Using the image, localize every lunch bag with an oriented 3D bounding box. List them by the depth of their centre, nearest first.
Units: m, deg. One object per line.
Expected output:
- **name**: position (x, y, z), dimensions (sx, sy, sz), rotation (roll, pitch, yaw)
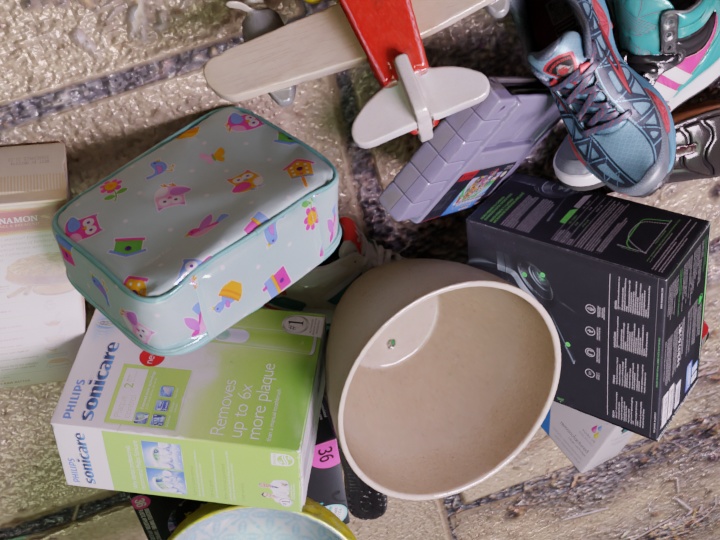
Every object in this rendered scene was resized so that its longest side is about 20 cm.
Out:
- **lunch bag**: position (-0.120, -0.036, 0.805), dimensions (0.199, 0.160, 0.078), rotation (-36, 139, -29)

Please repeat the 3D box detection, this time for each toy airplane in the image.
- **toy airplane**: position (0.012, -0.184, 0.746), dimensions (0.198, 0.141, 0.201), rotation (22, 100, -7)

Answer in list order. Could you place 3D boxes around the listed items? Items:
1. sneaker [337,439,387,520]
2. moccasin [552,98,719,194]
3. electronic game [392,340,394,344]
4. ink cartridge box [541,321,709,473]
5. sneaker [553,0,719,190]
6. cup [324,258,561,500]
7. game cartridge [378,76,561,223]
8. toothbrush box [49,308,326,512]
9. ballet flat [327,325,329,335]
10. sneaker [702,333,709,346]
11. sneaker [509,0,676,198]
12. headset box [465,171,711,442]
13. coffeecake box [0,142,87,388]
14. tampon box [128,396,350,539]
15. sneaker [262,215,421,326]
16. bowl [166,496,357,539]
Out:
- **sneaker**: position (0.007, 0.179, 1.121), dimensions (0.059, 0.105, 0.202), rotation (2, 126, 1)
- **moccasin**: position (0.273, -0.114, 0.961), dimensions (0.199, 0.078, 0.074), rotation (-18, 121, 3)
- **electronic game**: position (0.098, 0.085, 1.107), dimensions (0.198, 0.042, 0.201), rotation (-10, 135, -10)
- **ink cartridge box**: position (0.258, 0.098, 1.113), dimensions (0.067, 0.116, 0.201), rotation (-13, 140, -40)
- **sneaker**: position (0.219, -0.166, 0.855), dimensions (0.200, 0.083, 0.121), rotation (-45, 134, -11)
- **cup**: position (0.048, 0.070, 0.910), dimensions (0.198, 0.143, 0.202), rotation (-11, 119, -20)
- **game cartridge**: position (0.101, -0.099, 0.860), dimensions (0.130, 0.038, 0.199), rotation (-54, 164, 26)
- **toothbrush box**: position (-0.134, 0.106, 0.888), dimensions (0.197, 0.147, 0.087), rotation (5, 134, 5)
- **ballet flat**: position (-0.076, 0.058, 1.002), dimensions (0.198, 0.073, 0.073), rotation (4, 131, -26)
- **sneaker**: position (0.309, 0.106, 1.177), dimensions (0.087, 0.074, 0.200), rotation (-11, 152, -40)
- **sneaker**: position (0.159, -0.141, 0.793), dimensions (0.079, 0.202, 0.095), rotation (-35, 163, 33)
- **headset box**: position (0.190, 0.026, 0.936), dimensions (0.093, 0.198, 0.176), rotation (-41, 136, -38)
- **coffeecake box**: position (-0.304, 0.003, 0.862), dimensions (0.152, 0.073, 0.201), rotation (-6, 134, -14)
- **tampon box**: position (-0.123, 0.189, 1.066), dimensions (0.198, 0.127, 0.151), rotation (-14, 137, -6)
- **sneaker**: position (-0.001, 0.000, 0.968), dimensions (0.197, 0.071, 0.094), rotation (5, 137, -20)
- **bowl**: position (-0.085, 0.267, 0.944), dimensions (0.197, 0.108, 0.203), rotation (-1, 109, -2)
